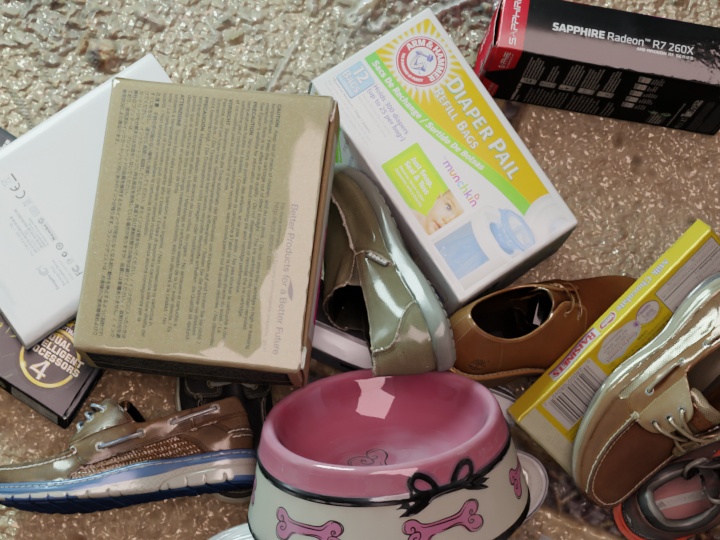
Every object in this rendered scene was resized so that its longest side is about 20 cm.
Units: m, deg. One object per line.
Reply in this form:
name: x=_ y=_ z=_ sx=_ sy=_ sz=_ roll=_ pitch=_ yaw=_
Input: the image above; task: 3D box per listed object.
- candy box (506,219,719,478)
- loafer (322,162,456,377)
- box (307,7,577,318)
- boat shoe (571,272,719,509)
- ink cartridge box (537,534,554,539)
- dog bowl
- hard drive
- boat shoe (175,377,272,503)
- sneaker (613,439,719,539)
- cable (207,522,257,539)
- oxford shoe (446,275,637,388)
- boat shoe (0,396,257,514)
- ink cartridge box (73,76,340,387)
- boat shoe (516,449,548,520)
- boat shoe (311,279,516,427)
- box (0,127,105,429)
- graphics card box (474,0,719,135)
candy box: x=0.210 y=0.065 z=1.633 sx=0.200 sy=0.026 sz=0.102 roll=-45 pitch=124 yaw=2
loafer: x=0.000 y=0.000 z=1.600 sx=0.069 sy=0.075 sz=0.200 roll=-22 pitch=49 yaw=-11
box: x=0.057 y=-0.077 z=1.661 sx=0.112 sy=0.101 sz=0.201 roll=-33 pitch=83 yaw=-11
boat shoe: x=0.228 y=0.092 z=1.593 sx=0.076 sy=0.072 sz=0.200 roll=30 pitch=100 yaw=-34
ink cartridge box: x=0.142 y=0.264 z=1.581 sx=0.200 sy=0.115 sz=0.068 roll=-50 pitch=116 yaw=-13
dog bowl: x=0.017 y=0.133 z=1.535 sx=0.199 sy=0.200 sz=0.074 roll=-7 pitch=111 yaw=-7
hard drive: x=-0.199 y=-0.052 z=1.625 sx=0.199 sy=0.025 sz=0.132 roll=-34 pitch=82 yaw=-14
boat shoe: x=-0.101 y=0.070 z=1.634 sx=0.071 sy=0.068 sz=0.202 roll=-3 pitch=80 yaw=-7
sneaker: x=0.287 y=0.152 z=1.642 sx=0.199 sy=0.082 sz=0.077 roll=-25 pitch=81 yaw=-10
cable: x=-0.051 y=0.275 z=1.566 sx=0.199 sy=0.069 sz=0.201 roll=12 pitch=99 yaw=-4
oxford shoe: x=0.146 y=0.036 z=1.634 sx=0.199 sy=0.071 sz=0.072 roll=-16 pitch=63 yaw=-35
boat shoe: x=-0.172 y=0.132 z=1.603 sx=0.198 sy=0.072 sz=0.073 roll=-7 pitch=75 yaw=6
ink cartridge box: x=-0.106 y=-0.026 z=1.567 sx=0.164 sy=0.075 sz=0.201 roll=7 pitch=76 yaw=3
boat shoe: x=0.044 y=0.172 z=1.622 sx=0.199 sy=0.070 sz=0.071 roll=-9 pitch=79 yaw=-7
boat shoe: x=0.031 y=0.055 z=1.652 sx=0.199 sy=0.070 sz=0.067 roll=21 pitch=78 yaw=7
box: x=-0.257 y=-0.003 z=1.644 sx=0.199 sy=0.049 sz=0.162 roll=33 pitch=73 yaw=2
graphics card box: x=0.191 y=-0.155 z=1.678 sx=0.199 sy=0.126 sz=0.051 roll=10 pitch=77 yaw=-2
